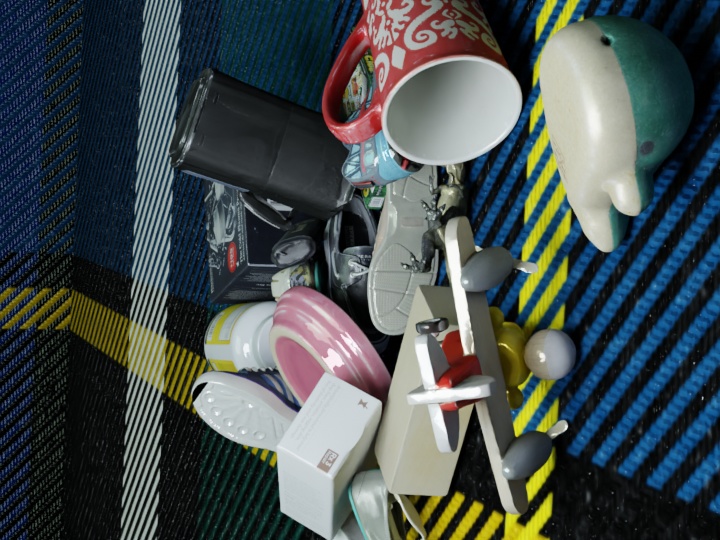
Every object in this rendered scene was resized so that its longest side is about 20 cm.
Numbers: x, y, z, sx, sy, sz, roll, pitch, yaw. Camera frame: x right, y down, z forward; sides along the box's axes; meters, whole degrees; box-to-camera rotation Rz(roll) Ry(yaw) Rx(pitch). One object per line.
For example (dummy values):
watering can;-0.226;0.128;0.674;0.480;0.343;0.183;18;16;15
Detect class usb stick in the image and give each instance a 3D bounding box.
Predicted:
usb stick;-0.069;-0.035;1.679;0.200;0.055;0.033;-66;-47;-81

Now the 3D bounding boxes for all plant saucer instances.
plant saucer;-0.037;0.112;1.585;0.200;0.051;0.201;43;154;27

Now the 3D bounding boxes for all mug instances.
mug;0.048;-0.217;1.378;0.134;0.177;0.201;95;167;-48

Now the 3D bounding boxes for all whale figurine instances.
whale figurine;0.202;-0.106;1.109;0.200;0.103;0.159;79;173;-49

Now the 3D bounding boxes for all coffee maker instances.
coffee maker;-0.101;-0.148;1.610;0.192;0.199;0.135;141;144;-59

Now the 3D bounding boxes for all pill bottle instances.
pill bottle;-0.126;0.097;1.859;0.200;0.112;0.113;175;97;-68

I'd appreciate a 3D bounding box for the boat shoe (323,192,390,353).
boat shoe;0.000;0.000;1.612;0.068;0.071;0.201;110;159;-50

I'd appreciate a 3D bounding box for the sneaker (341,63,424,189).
sneaker;0.016;-0.165;1.484;0.095;0.079;0.201;-28;35;31

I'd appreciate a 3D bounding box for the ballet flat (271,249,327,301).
ballet flat;-0.069;0.017;1.683;0.200;0.072;0.072;-60;-25;-82

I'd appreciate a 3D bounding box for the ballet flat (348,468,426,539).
ballet flat;0.043;0.300;1.479;0.067;0.063;0.201;-39;-67;-71

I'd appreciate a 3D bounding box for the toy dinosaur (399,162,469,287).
toy dinosaur;0.080;-0.036;1.413;0.047;0.088;0.201;5;97;29

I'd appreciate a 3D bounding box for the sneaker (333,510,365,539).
sneaker;-0.021;0.323;1.634;0.200;0.073;0.116;-118;39;-48

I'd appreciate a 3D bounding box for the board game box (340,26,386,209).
board game box;0.006;-0.179;1.666;0.105;0.023;0.201;116;148;-44

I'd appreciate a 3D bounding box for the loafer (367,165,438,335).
loafer;0.047;-0.032;1.514;0.063;0.072;0.201;174;103;-85

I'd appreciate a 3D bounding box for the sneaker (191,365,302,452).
sneaker;-0.108;0.137;1.699;0.081;0.199;0.147;-51;24;31

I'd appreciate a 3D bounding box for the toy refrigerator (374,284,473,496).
toy refrigerator;0.074;0.121;1.420;0.076;0.070;0.201;-113;33;-58

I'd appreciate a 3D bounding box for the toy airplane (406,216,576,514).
toy airplane;0.114;0.080;1.223;0.200;0.140;0.200;68;-166;-50

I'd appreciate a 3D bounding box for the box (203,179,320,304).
box;-0.134;-0.073;1.901;0.182;0.104;0.201;140;128;-63

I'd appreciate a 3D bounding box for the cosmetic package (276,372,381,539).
cosmetic package;-0.033;0.199;1.507;0.102;0.074;0.200;-56;-16;-26
